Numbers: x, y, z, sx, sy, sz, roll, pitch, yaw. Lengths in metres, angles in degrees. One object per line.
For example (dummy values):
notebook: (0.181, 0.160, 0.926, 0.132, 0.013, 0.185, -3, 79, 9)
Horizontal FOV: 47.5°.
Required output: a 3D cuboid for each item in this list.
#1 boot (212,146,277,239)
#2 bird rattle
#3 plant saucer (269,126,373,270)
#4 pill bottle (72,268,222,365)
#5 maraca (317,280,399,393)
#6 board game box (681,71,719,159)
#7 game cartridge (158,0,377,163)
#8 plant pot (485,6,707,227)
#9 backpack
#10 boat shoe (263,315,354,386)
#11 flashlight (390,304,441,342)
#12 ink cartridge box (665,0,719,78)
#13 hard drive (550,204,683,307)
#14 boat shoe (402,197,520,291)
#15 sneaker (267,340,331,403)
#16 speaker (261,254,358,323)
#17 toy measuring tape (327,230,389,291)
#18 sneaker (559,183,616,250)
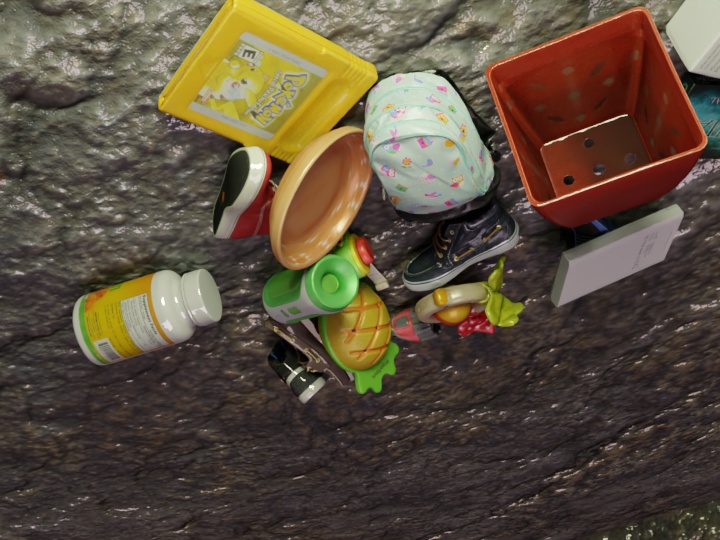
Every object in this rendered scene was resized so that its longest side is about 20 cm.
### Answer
boot: (-0.108, -0.097, 1.081, 0.143, 0.073, 0.200, 3, 158, -19)
bird rattle: (0.164, 0.048, 1.313, 0.162, 0.113, 0.200, -3, 170, -20)
plant saucer: (-0.053, -0.096, 1.050, 0.200, 0.037, 0.201, -47, 157, -27)
pill bottle: (-0.316, 0.064, 1.229, 0.199, 0.112, 0.111, -17, 144, 9)
maraca: (0.001, 0.108, 1.334, 0.107, 0.137, 0.201, 3, 129, 48)
board game box: (0.507, -0.208, 1.126, 0.199, 0.028, 0.136, -1, 143, -13)
game cartridge: (-0.108, -0.214, 0.962, 0.199, 0.033, 0.176, 19, 135, -34)
plant pot: (0.289, -0.161, 1.011, 0.199, 0.201, 0.176, -19, 155, 12)
backpack: (0.084, -0.151, 1.017, 0.166, 0.127, 0.200, -17, 141, 15)
boat shoe: (-0.084, 0.132, 1.369, 0.060, 0.072, 0.200, -44, 122, -11)
flashlight: (0.039, 0.115, 1.433, 0.199, 0.068, 0.068, -22, 104, 22)
ink cartridge box: (0.489, -0.294, 0.953, 0.199, 0.085, 0.145, 4, 142, -21)
hard drive: (0.393, -0.021, 1.264, 0.199, 0.027, 0.132, -23, 148, -10)
boat shoe: (0.135, -0.045, 1.236, 0.200, 0.071, 0.091, -28, 133, 20)
sneaker: (-0.112, 0.173, 1.476, 0.073, 0.112, 0.200, -41, 178, -5)
speaker: (-0.078, 0.030, 1.203, 0.088, 0.089, 0.200, 9, 168, -25)
toy measuring tape: (0.000, 0.000, 1.254, 0.073, 0.074, 0.200, -21, 143, 15)
sneaker: (0.336, -0.061, 1.253, 0.078, 0.070, 0.200, -36, 139, 21)
